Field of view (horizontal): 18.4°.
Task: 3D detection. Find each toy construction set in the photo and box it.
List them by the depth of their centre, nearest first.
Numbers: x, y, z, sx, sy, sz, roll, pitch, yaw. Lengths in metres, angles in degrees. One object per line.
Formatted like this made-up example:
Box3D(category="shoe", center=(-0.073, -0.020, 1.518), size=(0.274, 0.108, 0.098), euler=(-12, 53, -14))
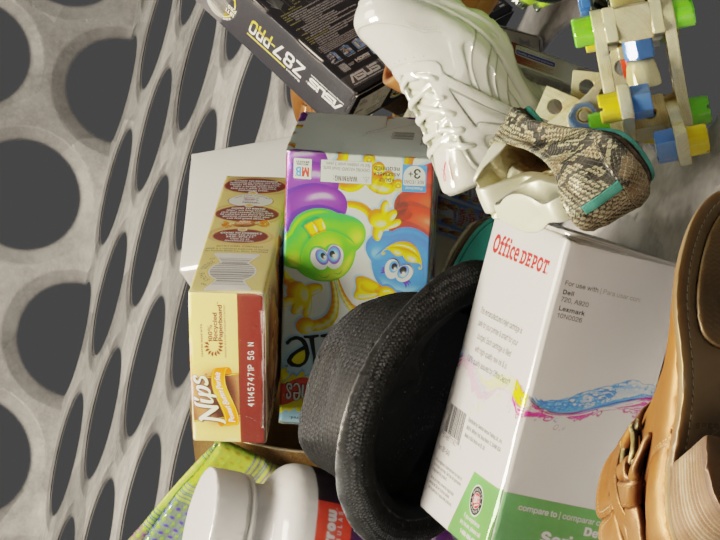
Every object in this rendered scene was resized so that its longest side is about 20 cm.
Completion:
Box3D(category="toy construction set", center=(0.165, -0.124, 1.375), size=(0.200, 0.092, 0.131), euler=(171, 87, -82))

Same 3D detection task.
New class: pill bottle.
Box3D(category="pill bottle", center=(-0.015, 0.193, 1.506), size=(0.111, 0.200, 0.111), euler=(-167, 90, -75))

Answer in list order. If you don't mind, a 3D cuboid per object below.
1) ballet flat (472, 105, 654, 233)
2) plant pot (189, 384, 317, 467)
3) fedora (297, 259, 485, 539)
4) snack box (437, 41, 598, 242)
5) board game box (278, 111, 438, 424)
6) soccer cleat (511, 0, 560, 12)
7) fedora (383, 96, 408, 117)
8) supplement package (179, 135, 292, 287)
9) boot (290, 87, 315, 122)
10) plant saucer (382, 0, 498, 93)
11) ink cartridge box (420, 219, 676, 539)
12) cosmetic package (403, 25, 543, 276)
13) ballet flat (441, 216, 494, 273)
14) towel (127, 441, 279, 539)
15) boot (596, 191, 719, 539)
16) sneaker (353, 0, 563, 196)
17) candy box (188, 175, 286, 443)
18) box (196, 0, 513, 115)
Box3D(category="ballet flat", center=(0.107, -0.056, 1.322), size=(0.075, 0.068, 0.200), euler=(-38, 15, -6))
Box3D(category="plant pot", center=(-0.040, 0.199, 1.687), size=(0.186, 0.186, 0.200), euler=(-128, 40, -71))
Box3D(category="fedora", center=(0.026, 0.080, 1.462), size=(0.092, 0.201, 0.201), euler=(17, 94, 38))
Box3D(category="snack box", center=(0.099, -0.083, 1.582), size=(0.200, 0.072, 0.024), euler=(123, 161, -51))
Box3D(category="board game box", center=(0.000, 0.000, 1.565), size=(0.105, 0.103, 0.200), euler=(-75, -13, -71))
Box3D(category="soccer cleat", center=(0.134, -0.221, 1.448), size=(0.200, 0.068, 0.081), euler=(-29, -26, -59))
Box3D(category="fedora", center=(0.035, -0.191, 1.889), size=(0.201, 0.082, 0.201), euler=(-167, 90, -75))
Box3D(category="supplement package", center=(-0.050, 0.001, 1.777), size=(0.200, 0.121, 0.120), euler=(63, -156, -50))
Box3D(category="boot", center=(-0.012, -0.090, 1.828), size=(0.155, 0.074, 0.200), euler=(158, 90, -82))
Box3D(category="plant saucer", center=(0.080, -0.210, 1.571), size=(0.200, 0.032, 0.200), euler=(-56, 9, 13))
Box3D(category="ink cartridge box", center=(0.115, 0.074, 1.363), size=(0.145, 0.084, 0.200), euler=(-151, 75, -74))
Box3D(category="cosmetic package", center=(0.069, -0.085, 1.695), size=(0.200, 0.073, 0.104), euler=(118, 161, -44))
Box3D(category="ballet flat", center=(0.076, 0.055, 1.568), size=(0.062, 0.067, 0.200), euler=(158, 126, -83))
Box3D(category="towel", center=(-0.055, 0.215, 1.601), size=(0.144, 0.200, 0.023), euler=(-49, 12, 27))
Box3D(category="boot", center=(0.170, 0.071, 1.172), size=(0.155, 0.074, 0.200), euler=(122, 160, -61))
Box3D(category="sneaker", center=(0.068, -0.103, 1.458), size=(0.078, 0.200, 0.099), euler=(-15, 43, 56))
Box3D(category="candy box", center=(-0.081, 0.024, 1.570), size=(0.200, 0.055, 0.115), euler=(-79, -9, -64))
Box3D(category="box", center=(-0.002, -0.206, 1.720), size=(0.200, 0.161, 0.049), euler=(-33, -19, -41))
